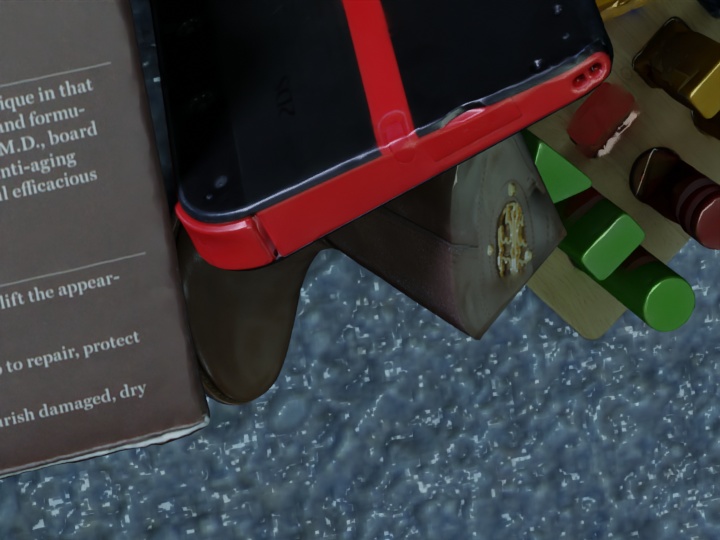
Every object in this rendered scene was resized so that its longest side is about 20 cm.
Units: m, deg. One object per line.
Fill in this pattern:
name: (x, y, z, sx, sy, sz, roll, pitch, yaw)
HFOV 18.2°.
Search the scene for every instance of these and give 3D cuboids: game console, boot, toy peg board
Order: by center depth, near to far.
game console: (0.000, -0.100, 0.881, 0.176, 0.200, 0.031, -25, 134, 11)
boot: (0.000, 0.000, 0.922, 0.064, 0.200, 0.187, -21, 120, -36)
toy peg board: (0.118, -0.086, 0.977, 0.199, 0.098, 0.200, -48, 118, 3)

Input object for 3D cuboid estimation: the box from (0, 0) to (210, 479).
box: (-0.167, -0.034, 0.895, 0.163, 0.166, 0.201, -13, 108, -10)
